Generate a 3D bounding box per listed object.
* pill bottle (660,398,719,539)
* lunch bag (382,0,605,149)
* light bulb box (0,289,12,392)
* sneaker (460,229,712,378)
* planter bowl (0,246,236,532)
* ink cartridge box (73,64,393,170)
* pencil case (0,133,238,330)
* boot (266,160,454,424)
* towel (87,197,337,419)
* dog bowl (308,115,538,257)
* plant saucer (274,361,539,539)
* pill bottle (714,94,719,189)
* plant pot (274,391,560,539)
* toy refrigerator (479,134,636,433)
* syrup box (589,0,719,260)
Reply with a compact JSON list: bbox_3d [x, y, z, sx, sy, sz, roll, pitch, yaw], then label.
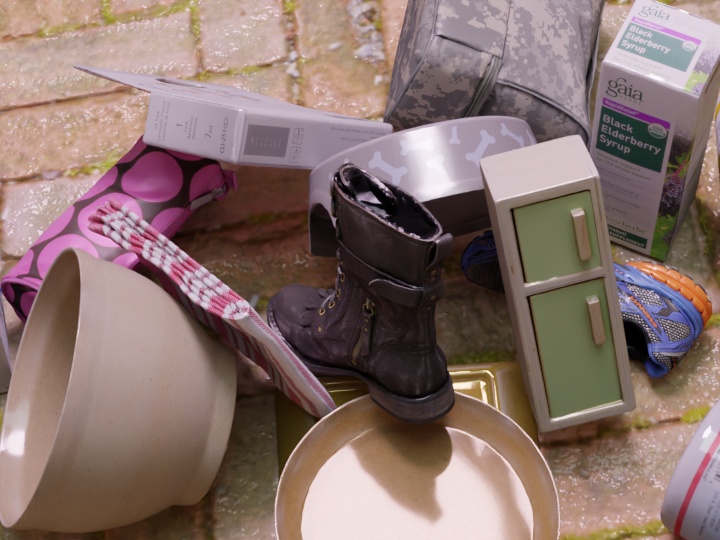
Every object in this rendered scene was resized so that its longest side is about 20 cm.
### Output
[{"bbox_3d":[0.317,0.178,1.237,0.199,0.109,0.109,30,60,21],"label":"pill bottle"},{"bbox_3d":[0.121,-0.189,1.488,0.166,0.140,0.202,16,58,-7],"label":"lunch bag"},{"bbox_3d":[-0.346,-0.031,1.353,0.123,0.199,0.202,-10,56,-8],"label":"light bulb box"},{"bbox_3d":[0.168,0.022,1.377,0.198,0.076,0.079,17,60,16],"label":"sneaker"},{"bbox_3d":[-0.169,0.097,1.278,0.133,0.200,0.202,15,51,-21],"label":"planter bowl"},{"bbox_3d":[-0.100,-0.115,1.394,0.175,0.199,0.045,16,99,34],"label":"ink cartridge box"},{"bbox_3d":[-0.189,-0.028,1.415,0.093,0.091,0.200,30,63,21],"label":"pencil case"},{"bbox_3d":[0.000,0.000,1.260,0.069,0.176,0.199,-32,42,-32],"label":"boot"},{"bbox_3d":[-0.108,0.031,1.308,0.030,0.147,0.200,-48,47,-8],"label":"towel"},{"bbox_3d":[0.050,-0.064,1.359,0.198,0.200,0.059,-11,81,-6],"label":"dog bowl"},{"bbox_3d":[0.037,0.147,1.306,0.198,0.049,0.202,-4,55,-1],"label":"plant saucer"},{"bbox_3d":[0.342,-0.096,1.428,0.113,0.115,0.202,2,55,3],"label":"pill bottle"},{"bbox_3d":[0.039,0.173,1.242,0.198,0.028,0.202,0,55,0],"label":"plant pot"},{"bbox_3d":[0.142,0.013,1.272,0.075,0.202,0.070,-13,31,0],"label":"toy refrigerator"},{"bbox_3d":[0.226,-0.108,1.387,0.078,0.201,0.082,22,57,16],"label":"syrup box"}]
